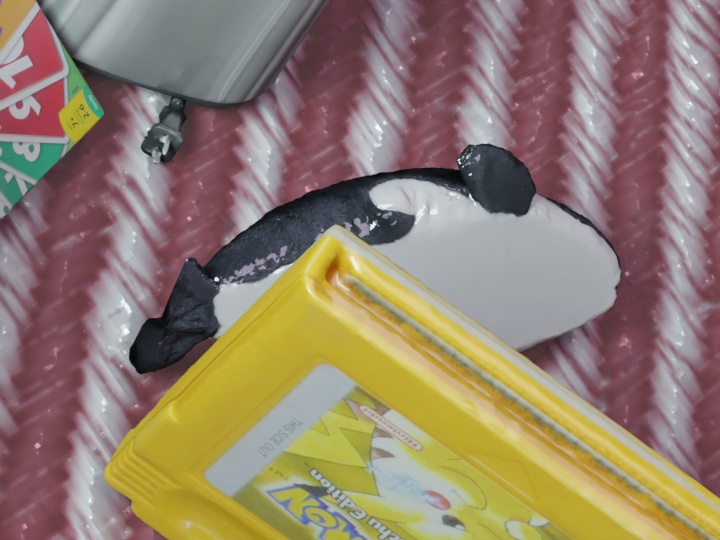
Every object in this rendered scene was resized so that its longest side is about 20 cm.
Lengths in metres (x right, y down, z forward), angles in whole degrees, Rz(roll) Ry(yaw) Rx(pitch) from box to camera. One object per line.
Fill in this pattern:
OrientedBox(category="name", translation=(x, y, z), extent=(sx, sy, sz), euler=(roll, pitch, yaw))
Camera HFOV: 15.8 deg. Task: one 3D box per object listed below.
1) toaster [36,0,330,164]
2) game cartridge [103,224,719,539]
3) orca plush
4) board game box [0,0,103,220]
OrientedBox(category="toaster", translation=(-0.054, -0.154, 0.960), extent=(0.113, 0.129, 0.201), euler=(16, 63, -17))
OrientedBox(category="game cartridge", translation=(0.017, 0.082, 0.852), extent=(0.176, 0.200, 0.033), euler=(35, 56, -7))
OrientedBox(category="orca plush", translation=(0.000, 0.000, 0.975), extent=(0.199, 0.071, 0.106), euler=(-19, 122, -26))
OrientedBox(category="board game box", translation=(-0.174, -0.033, 0.885), extent=(0.200, 0.030, 0.096), euler=(-49, 120, -34))
